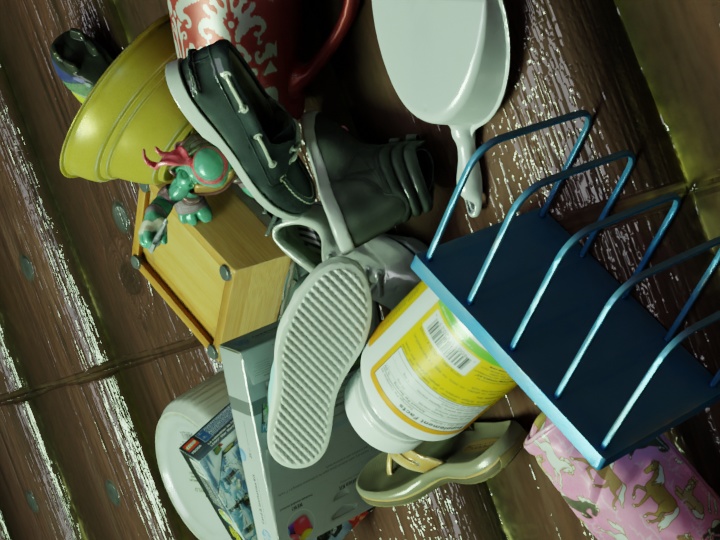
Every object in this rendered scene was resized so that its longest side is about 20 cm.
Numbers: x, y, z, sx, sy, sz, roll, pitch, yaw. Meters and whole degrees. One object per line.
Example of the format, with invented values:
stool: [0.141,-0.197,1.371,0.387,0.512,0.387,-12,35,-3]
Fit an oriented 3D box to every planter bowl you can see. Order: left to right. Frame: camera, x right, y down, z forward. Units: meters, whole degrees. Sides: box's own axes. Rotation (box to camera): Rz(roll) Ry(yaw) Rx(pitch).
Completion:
planter bowl: [-0.191,-0.145,1.293,0.083,0.201,0.201,38,140,4]

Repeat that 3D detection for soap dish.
soap dish: [-0.156,-0.016,1.385,0.200,0.081,0.158,45,139,28]

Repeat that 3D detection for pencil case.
pencil case: [0.207,0.165,0.960,0.200,0.083,0.087,49,147,4]

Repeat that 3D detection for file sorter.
file sorter: [0.161,0.003,0.923,0.200,0.138,0.123,48,136,27]

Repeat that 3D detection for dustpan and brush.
dustpan and brush: [0.071,-0.136,1.050,0.139,0.057,0.202,18,115,50]

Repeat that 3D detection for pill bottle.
pill bottle: [0.068,0.067,1.083,0.112,0.110,0.200,57,137,14]

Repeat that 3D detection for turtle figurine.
turtle figurine: [-0.130,-0.078,1.221,0.200,0.148,0.102,-138,39,-85]

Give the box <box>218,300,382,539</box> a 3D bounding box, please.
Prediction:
box: [-0.040,0.139,1.247,0.041,0.155,0.202,12,118,52]

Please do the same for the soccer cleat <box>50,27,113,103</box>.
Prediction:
soccer cleat: [-0.267,-0.183,1.478,0.200,0.065,0.084,48,170,20]

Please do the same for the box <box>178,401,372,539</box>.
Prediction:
box: [-0.076,0.201,1.295,0.040,0.137,0.201,21,143,47]

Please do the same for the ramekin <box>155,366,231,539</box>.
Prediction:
ramekin: [-0.137,0.208,1.458,0.199,0.104,0.202,30,131,42]

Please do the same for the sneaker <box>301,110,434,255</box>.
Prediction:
sneaker: [0.009,-0.089,1.144,0.201,0.098,0.071,-109,0,-57]

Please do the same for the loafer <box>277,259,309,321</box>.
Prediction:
loafer: [-0.055,0.080,1.327,0.063,0.071,0.202,-125,39,-52]

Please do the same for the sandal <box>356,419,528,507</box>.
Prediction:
sandal: [0.063,0.155,1.178,0.054,0.080,0.199,50,142,-13]

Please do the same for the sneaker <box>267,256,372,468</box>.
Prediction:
sneaker: [-0.043,0.064,1.134,0.082,0.073,0.202,-102,27,-58]

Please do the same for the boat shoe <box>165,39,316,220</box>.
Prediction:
boat shoe: [-0.083,-0.113,1.124,0.060,0.200,0.076,-24,52,18]

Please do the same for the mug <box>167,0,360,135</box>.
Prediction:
mug: [-0.095,-0.219,1.156,0.177,0.133,0.202,32,135,43]

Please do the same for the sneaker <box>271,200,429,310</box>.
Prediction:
sneaker: [0.000,0.000,1.190,0.199,0.070,0.074,27,129,41]
